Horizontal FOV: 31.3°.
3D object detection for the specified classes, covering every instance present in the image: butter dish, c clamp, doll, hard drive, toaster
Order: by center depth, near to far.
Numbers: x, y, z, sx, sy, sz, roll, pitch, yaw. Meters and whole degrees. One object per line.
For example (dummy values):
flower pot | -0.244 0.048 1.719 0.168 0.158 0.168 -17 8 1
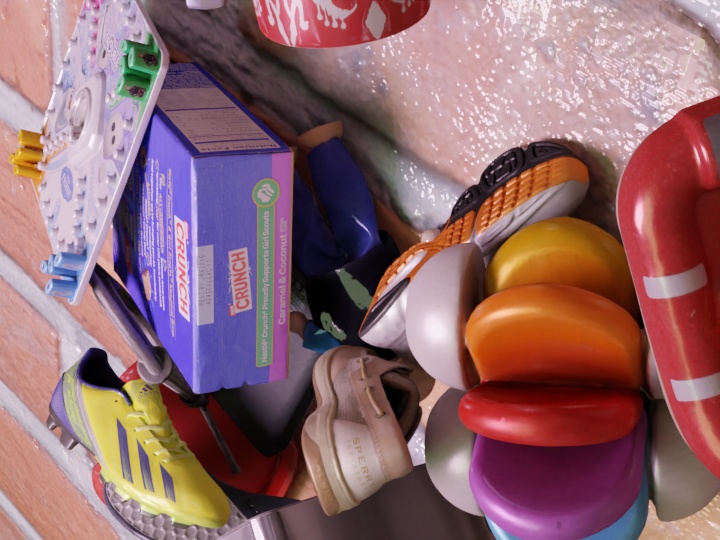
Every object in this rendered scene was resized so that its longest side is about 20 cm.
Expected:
toaster | -0.013 0.215 0.844 0.200 0.179 0.120 -40 67 51
doll | 0.000 0.000 0.896 0.135 0.048 0.202 -25 89 22
c clamp | -0.154 0.066 0.995 0.172 0.027 0.200 55 177 21
hard drive | -0.077 0.036 1.019 0.140 0.033 0.201 46 131 21
butter dish | -0.172 0.162 1.146 0.200 0.147 0.201 48 141 17

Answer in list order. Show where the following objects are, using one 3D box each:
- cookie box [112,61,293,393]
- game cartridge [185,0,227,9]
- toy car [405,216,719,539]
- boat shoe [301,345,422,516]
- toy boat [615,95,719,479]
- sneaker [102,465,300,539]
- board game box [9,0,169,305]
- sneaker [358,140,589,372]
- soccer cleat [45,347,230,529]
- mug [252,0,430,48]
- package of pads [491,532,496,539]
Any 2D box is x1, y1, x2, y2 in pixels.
cookie box | -0.117 -0.037 0.911 0.200 0.074 0.173 -135 42 -54
game cartridge | -0.098 -0.281 0.805 0.038 0.130 0.203 -2 118 3
toy car | 0.110 0.082 0.706 0.172 0.150 0.202 0 119 16
boat shoe | 0.009 0.088 0.791 0.200 0.064 0.073 -69 -41 -78
toy boat | 0.202 0.019 0.586 0.131 0.129 0.202 -105 -4 -77
sneaker | -0.107 0.218 1.053 0.200 0.078 0.147 17 158 16
board game box | -0.206 -0.112 0.939 0.202 0.026 0.201 -64 34 25
sneaker | 0.087 0.001 0.807 0.091 0.076 0.200 35 133 -13
soccer cleat | -0.168 0.127 0.990 0.199 0.065 0.084 31 93 34
mug | -0.018 -0.252 0.747 0.131 0.178 0.202 -4 121 8
package of pads | 0.076 0.260 0.962 0.199 0.075 0.122 -18 98 53
